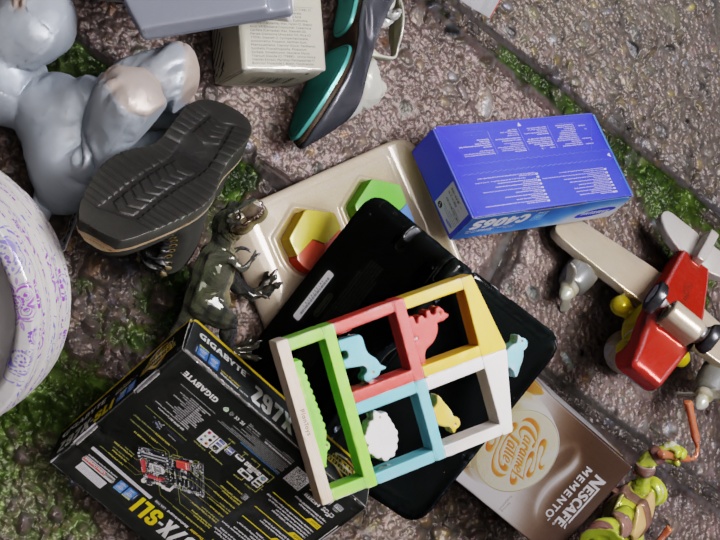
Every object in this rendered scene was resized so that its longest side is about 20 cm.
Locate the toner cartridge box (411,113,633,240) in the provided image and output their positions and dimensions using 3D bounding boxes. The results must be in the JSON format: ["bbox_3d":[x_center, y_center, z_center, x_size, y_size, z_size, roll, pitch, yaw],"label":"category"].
[{"bbox_3d":[0.151,-0.089,1.288,0.199,0.043,0.095,-8,68,-35],"label":"toner cartridge box"}]

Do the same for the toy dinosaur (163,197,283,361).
[{"bbox_3d":[-0.114,0.029,1.152,0.088,0.047,0.201,17,106,-37],"label":"toy dinosaur"}]

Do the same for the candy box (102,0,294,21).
[{"bbox_3d":[-0.144,-0.298,1.117,0.199,0.072,0.169,6,85,2],"label":"candy box"}]

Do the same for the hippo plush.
[{"bbox_3d":[-0.235,-0.137,1.092,0.161,0.159,0.200,42,110,1],"label":"hippo plush"}]

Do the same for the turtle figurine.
[{"bbox_3d":[0.247,0.220,1.280,0.161,0.064,0.201,-36,144,-52],"label":"turtle figurine"}]

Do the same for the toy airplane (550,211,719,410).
[{"bbox_3d":[0.284,0.040,1.340,0.198,0.141,0.200,6,46,-37],"label":"toy airplane"}]

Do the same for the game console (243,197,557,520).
[{"bbox_3d":[0.028,0.073,1.173,0.200,0.176,0.116,-52,144,4],"label":"game console"}]

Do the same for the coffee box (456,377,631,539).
[{"bbox_3d":[0.128,0.144,1.246,0.200,0.080,0.114,40,94,-18],"label":"coffee box"}]

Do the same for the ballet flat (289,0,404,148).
[{"bbox_3d":[-0.001,-0.189,1.236,0.073,0.073,0.201,25,72,-23],"label":"ballet flat"}]

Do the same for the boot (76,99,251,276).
[{"bbox_3d":[-0.155,-0.029,1.063,0.077,0.139,0.200,33,37,9],"label":"boot"}]

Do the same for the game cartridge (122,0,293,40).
[{"bbox_3d":[-0.129,-0.273,1.050,0.133,0.040,0.201,-8,77,-4],"label":"game cartridge"}]

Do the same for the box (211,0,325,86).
[{"bbox_3d":[-0.085,-0.261,1.197,0.082,0.068,0.201,-2,86,-27],"label":"box"}]

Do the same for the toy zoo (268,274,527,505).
[{"bbox_3d":[0.040,0.085,1.082,0.199,0.020,0.132,-19,99,-20],"label":"toy zoo"}]

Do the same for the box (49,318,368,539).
[{"bbox_3d":[-0.116,0.156,1.103,0.200,0.160,0.049,43,25,-17],"label":"box"}]

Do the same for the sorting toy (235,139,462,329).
[{"bbox_3d":[0.000,0.000,1.235,0.199,0.036,0.186,-26,98,-27],"label":"sorting toy"}]

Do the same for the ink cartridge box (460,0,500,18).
[{"bbox_3d":[0.056,-0.319,1.217,0.200,0.109,0.050,31,32,0],"label":"ink cartridge box"}]

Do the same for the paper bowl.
[{"bbox_3d":[-0.303,0.013,1.008,0.200,0.104,0.202,3,106,12],"label":"paper bowl"}]
